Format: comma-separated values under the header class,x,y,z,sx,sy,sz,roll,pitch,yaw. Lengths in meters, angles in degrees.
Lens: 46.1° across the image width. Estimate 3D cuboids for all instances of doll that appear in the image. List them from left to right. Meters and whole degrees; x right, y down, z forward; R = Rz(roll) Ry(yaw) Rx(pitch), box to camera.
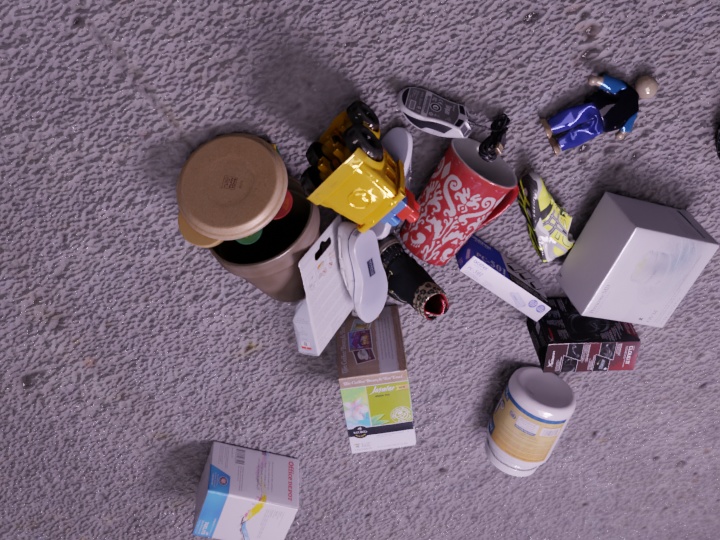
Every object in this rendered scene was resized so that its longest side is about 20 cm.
class,x,y,z,sx,sy,sz,roll,pitch,yaw
doll,0.410,-0.274,1.442,0.199,0.049,0.137,-25,123,13

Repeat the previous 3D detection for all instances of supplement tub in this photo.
class,x,y,z,sx,sy,sz,roll,pitch,yaw
supplement tub,0.351,0.319,1.781,0.144,0.145,0.201,11,122,-11

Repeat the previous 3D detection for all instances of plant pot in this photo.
class,x,y,z,sx,sy,sz,roll,pitch,yaw
plant pot,-0.147,-0.040,1.493,0.199,0.201,0.174,-17,141,8

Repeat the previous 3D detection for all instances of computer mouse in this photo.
class,x,y,z,sx,sy,sz,roll,pitch,yaw
computer mouse,0.151,-0.250,1.424,0.199,0.110,0.044,21,144,-4

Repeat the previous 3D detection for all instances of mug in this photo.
class,x,y,z,sx,sy,sz,roll,pitch,yaw
mug,0.182,-0.106,1.493,0.177,0.134,0.200,24,122,-17

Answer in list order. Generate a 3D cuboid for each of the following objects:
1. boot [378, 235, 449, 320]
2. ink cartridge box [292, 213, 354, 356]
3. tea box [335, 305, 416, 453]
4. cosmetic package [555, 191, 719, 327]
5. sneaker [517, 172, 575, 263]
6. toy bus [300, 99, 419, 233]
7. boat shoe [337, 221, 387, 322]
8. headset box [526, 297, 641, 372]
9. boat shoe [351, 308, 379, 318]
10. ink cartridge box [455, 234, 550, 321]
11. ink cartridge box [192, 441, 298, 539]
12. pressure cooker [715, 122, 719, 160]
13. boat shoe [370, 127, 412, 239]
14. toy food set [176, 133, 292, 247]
class,x,y,z,sx,sy,sz,roll,pitch,yaw
boot,0.098,0.041,1.539,0.073,0.154,0.204,-36,148,-7
ink cartridge box,-0.072,0.024,1.484,0.050,0.162,0.201,7,127,26
tea box,0.028,0.209,1.649,0.133,0.200,0.197,-8,125,2
cosmetic package,0.505,-0.016,1.559,0.199,0.123,0.200,9,124,-22
sneaker,0.339,-0.105,1.545,0.076,0.076,0.200,-24,133,2
toy bus,0.016,-0.158,1.394,0.192,0.200,0.136,35,120,-22
boat shoe,0.000,0.000,1.493,0.073,0.065,0.201,-29,131,-32
headset box,0.441,0.122,1.652,0.199,0.149,0.078,-1,125,-4
boat shoe,-0.009,0.012,1.591,0.069,0.071,0.201,-6,123,7
ink cartridge box,0.265,0.010,1.596,0.200,0.094,0.044,32,117,-23
ink cartridge box,-0.248,0.493,1.853,0.199,0.147,0.146,15,121,-13
pressure cooker,0.715,-0.200,1.424,0.176,0.200,0.179,35,116,-25
boat shoe,0.061,-0.151,1.489,0.066,0.070,0.201,-7,112,-52
toy food set,-0.213,-0.137,1.424,0.197,0.201,0.049,-5,161,7
